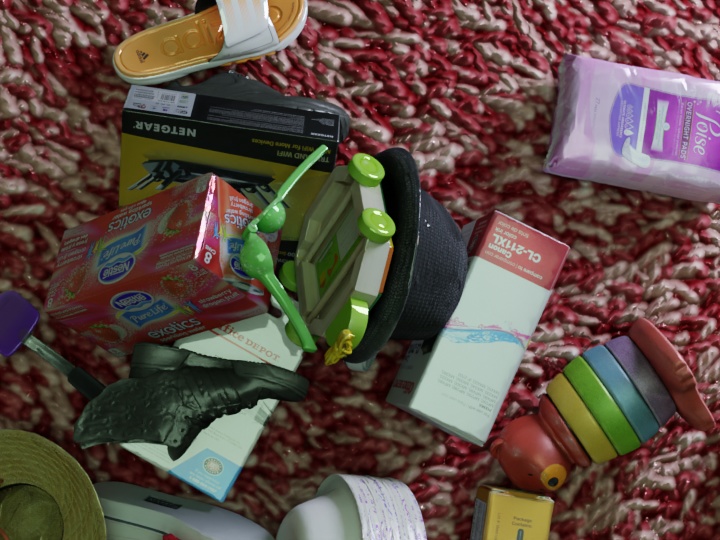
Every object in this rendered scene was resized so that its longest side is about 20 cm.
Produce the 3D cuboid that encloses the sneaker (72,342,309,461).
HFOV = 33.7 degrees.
[{"bbox_3d":[-0.153,0.128,1.082,0.199,0.060,0.105,11,76,2],"label":"sneaker"}]

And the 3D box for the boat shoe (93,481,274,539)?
[{"bbox_3d":[-0.174,0.256,1.118,0.199,0.072,0.066,12,99,15],"label":"boat shoe"}]

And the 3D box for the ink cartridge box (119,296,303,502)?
[{"bbox_3d":[-0.133,0.106,1.153,0.116,0.068,0.200,30,84,-2],"label":"ink cartridge box"}]

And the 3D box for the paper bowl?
[{"bbox_3d":[-0.020,0.286,1.075,0.104,0.201,0.201,7,85,-17],"label":"paper bowl"}]

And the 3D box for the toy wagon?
[{"bbox_3d":[-0.018,0.001,1.035,0.039,0.155,0.200,15,42,-25],"label":"toy wagon"}]

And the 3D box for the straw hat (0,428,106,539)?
[{"bbox_3d":[-0.314,0.238,1.117,0.200,0.085,0.202,0,91,13],"label":"straw hat"}]

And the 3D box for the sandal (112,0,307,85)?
[{"bbox_3d":[-0.147,-0.241,1.174,0.206,0.059,0.079,-24,72,-10],"label":"sandal"}]

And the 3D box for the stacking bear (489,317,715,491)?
[{"bbox_3d":[0.224,0.145,1.165,0.200,0.114,0.122,-34,131,3],"label":"stacking bear"}]

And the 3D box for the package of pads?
[{"bbox_3d":[0.290,-0.142,1.210,0.199,0.076,0.121,10,87,-4],"label":"package of pads"}]

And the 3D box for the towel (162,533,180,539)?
[{"bbox_3d":[-0.129,0.344,1.079,0.144,0.022,0.201,19,121,27],"label":"towel"}]

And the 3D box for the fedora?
[{"bbox_3d":[0.038,-0.007,1.083,0.091,0.200,0.201,16,84,-25],"label":"fedora"}]

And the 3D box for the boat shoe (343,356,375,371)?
[{"bbox_3d":[0.000,0.000,1.183,0.062,0.072,0.201,7,76,13],"label":"boat shoe"}]

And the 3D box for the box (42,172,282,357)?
[{"bbox_3d":[-0.180,-0.001,1.080,0.100,0.200,0.096,39,46,-40],"label":"box"}]

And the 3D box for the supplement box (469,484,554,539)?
[{"bbox_3d":[0.137,0.314,1.163,0.066,0.069,0.201,10,86,-5],"label":"supplement box"}]

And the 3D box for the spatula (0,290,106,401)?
[{"bbox_3d":[-0.288,0.088,1.135,0.200,0.021,0.057,35,83,15],"label":"spatula"}]

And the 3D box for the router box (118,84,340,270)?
[{"bbox_3d":[-0.128,-0.084,1.133,0.199,0.052,0.158,7,127,-4],"label":"router box"}]

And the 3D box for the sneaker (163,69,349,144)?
[{"bbox_3d":[-0.110,-0.159,1.167,0.199,0.076,0.091,3,48,-2],"label":"sneaker"}]

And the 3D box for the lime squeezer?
[{"bbox_3d":[-0.067,-0.030,1.019,0.070,0.038,0.201,3,63,-2],"label":"lime squeezer"}]

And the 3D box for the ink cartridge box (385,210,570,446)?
[{"bbox_3d":[0.108,0.056,1.140,0.083,0.146,0.200,26,83,-5],"label":"ink cartridge box"}]
